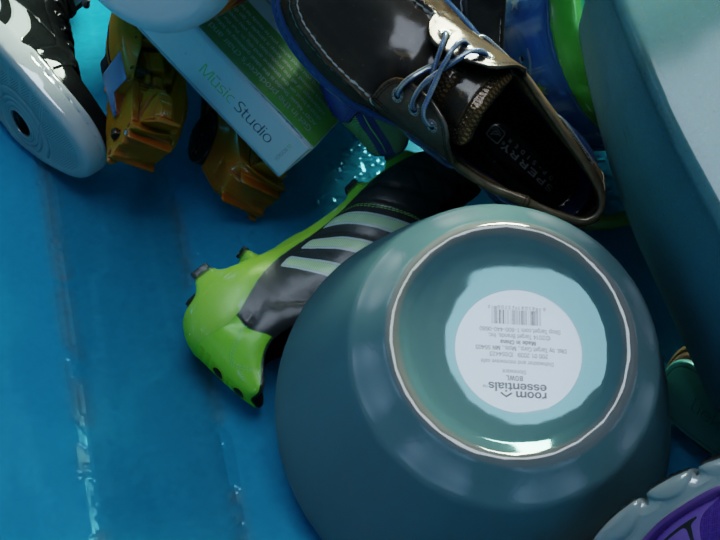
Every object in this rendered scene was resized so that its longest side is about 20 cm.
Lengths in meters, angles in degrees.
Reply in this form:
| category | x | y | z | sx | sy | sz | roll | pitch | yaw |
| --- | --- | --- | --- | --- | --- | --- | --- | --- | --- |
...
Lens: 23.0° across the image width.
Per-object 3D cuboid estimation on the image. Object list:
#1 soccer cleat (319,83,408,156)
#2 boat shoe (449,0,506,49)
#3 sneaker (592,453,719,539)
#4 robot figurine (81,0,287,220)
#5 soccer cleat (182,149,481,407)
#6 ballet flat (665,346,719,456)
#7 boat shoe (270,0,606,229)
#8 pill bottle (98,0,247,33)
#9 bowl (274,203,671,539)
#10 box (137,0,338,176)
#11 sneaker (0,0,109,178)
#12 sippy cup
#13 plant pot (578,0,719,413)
| category | x | y | z | sx | sy | sz | roll | pitch | yaw |
| --- | --- | --- | --- | --- | --- | --- | --- | --- | --- |
| soccer cleat | 0.022 | -0.140 | 0.974 | 0.064 | 0.084 | 0.201 | -8 | 36 | 24 |
| boat shoe | 0.059 | -0.183 | 0.909 | 0.066 | 0.203 | 0.070 | -6 | 0 | 28 |
| sneaker | 0.130 | 0.148 | 0.771 | 0.200 | 0.080 | 0.084 | -42 | 71 | 13 |
| robot figurine | -0.088 | -0.132 | 0.997 | 0.144 | 0.058 | 0.202 | 21 | 49 | -30 |
| soccer cleat | 0.000 | 0.000 | 0.926 | 0.199 | 0.068 | 0.081 | -32 | 70 | -21 |
| ballet flat | 0.233 | 0.103 | 0.864 | 0.072 | 0.068 | 0.200 | -16 | 48 | -39 |
| boat shoe | 0.046 | -0.090 | 0.858 | 0.199 | 0.072 | 0.073 | 33 | 91 | -16 |
| pill bottle | -0.053 | -0.202 | 0.900 | 0.109 | 0.110 | 0.200 | 30 | 39 | 19 |
| bowl | 0.061 | 0.050 | 0.823 | 0.198 | 0.105 | 0.203 | 2 | 67 | -5 |
| box | -0.041 | -0.158 | 0.988 | 0.144 | 0.036 | 0.200 | 46 | 41 | -6 |
| sneaker | -0.176 | -0.144 | 1.014 | 0.111 | 0.073 | 0.200 | -34 | 59 | -26 |
| sippy cup | 0.120 | -0.122 | 0.973 | 0.139 | 0.130 | 0.180 | 30 | 66 | -31 |
| plant pot | 0.190 | -0.068 | 0.818 | 0.140 | 0.141 | 0.202 | -24 | 75 | -7 |
